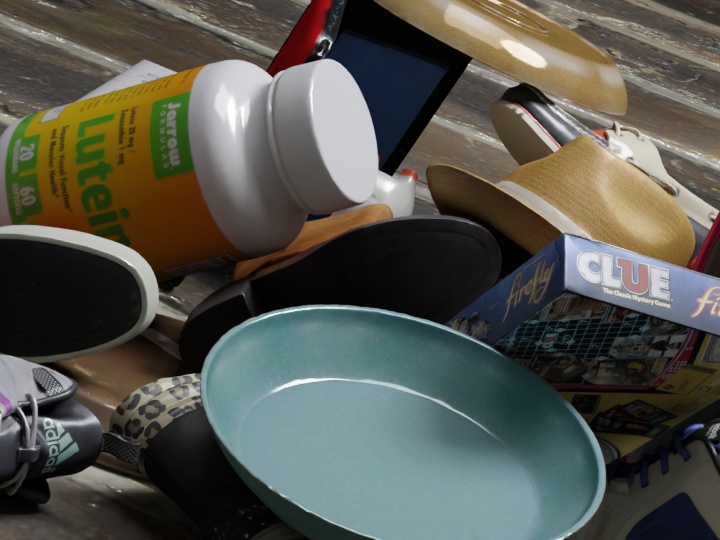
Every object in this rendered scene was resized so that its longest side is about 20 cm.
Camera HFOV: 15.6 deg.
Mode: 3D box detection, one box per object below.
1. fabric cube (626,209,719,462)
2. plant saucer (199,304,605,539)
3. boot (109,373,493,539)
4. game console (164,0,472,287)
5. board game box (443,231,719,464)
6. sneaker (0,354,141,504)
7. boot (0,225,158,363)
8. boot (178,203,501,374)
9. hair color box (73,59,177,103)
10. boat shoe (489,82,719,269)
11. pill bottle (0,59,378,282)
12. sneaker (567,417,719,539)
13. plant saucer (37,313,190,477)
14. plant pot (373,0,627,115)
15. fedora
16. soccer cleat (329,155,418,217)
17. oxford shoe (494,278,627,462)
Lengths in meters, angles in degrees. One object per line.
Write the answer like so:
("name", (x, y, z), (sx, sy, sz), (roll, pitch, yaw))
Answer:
("fabric cube", (0.308, 0.080, 1.518), (0.199, 0.197, 0.200), (10, 17, -42))
("plant saucer", (0.017, 0.086, 1.253), (0.199, 0.036, 0.200), (13, 29, -7))
("boot", (-0.013, 0.107, 1.316), (0.203, 0.074, 0.154), (-2, 31, -41))
("game console", (-0.024, -0.073, 1.686), (0.118, 0.200, 0.172), (30, 24, -9))
("board game box", (0.113, 0.049, 1.381), (0.135, 0.200, 0.035), (16, 61, -23))
("sneaker", (-0.170, 0.081, 1.239), (0.139, 0.078, 0.200), (13, 18, -17))
("boot", (-0.201, -0.001, 1.421), (0.199, 0.073, 0.144), (0, 13, 5))
("boot", (0.000, 0.000, 1.493), (0.069, 0.188, 0.200), (61, 15, -7))
("hair color box", (-0.142, -0.090, 1.842), (0.099, 0.061, 0.200), (20, 17, 6))
("boat shoe", (0.165, -0.056, 1.652), (0.200, 0.063, 0.071), (41, -9, -17))
("pill bottle", (-0.097, -0.055, 1.472), (0.199, 0.111, 0.111), (-14, 4, 23))
("sneaker", (0.153, 0.120, 1.392), (0.199, 0.115, 0.081), (24, 17, 18))
("plant saucer", (-0.113, 0.064, 1.442), (0.199, 0.030, 0.200), (16, 16, -5))
("plant pot", (0.087, -0.157, 1.687), (0.200, 0.028, 0.200), (25, 12, -6))
("fedora", (0.127, -0.018, 1.471), (0.200, 0.082, 0.201), (38, -7, 5))
("soccer cleat", (0.003, -0.014, 1.701), (0.069, 0.078, 0.200), (25, -13, 10))
("oxford shoe", (0.105, 0.078, 1.562), (0.072, 0.085, 0.200), (17, 35, -25))
